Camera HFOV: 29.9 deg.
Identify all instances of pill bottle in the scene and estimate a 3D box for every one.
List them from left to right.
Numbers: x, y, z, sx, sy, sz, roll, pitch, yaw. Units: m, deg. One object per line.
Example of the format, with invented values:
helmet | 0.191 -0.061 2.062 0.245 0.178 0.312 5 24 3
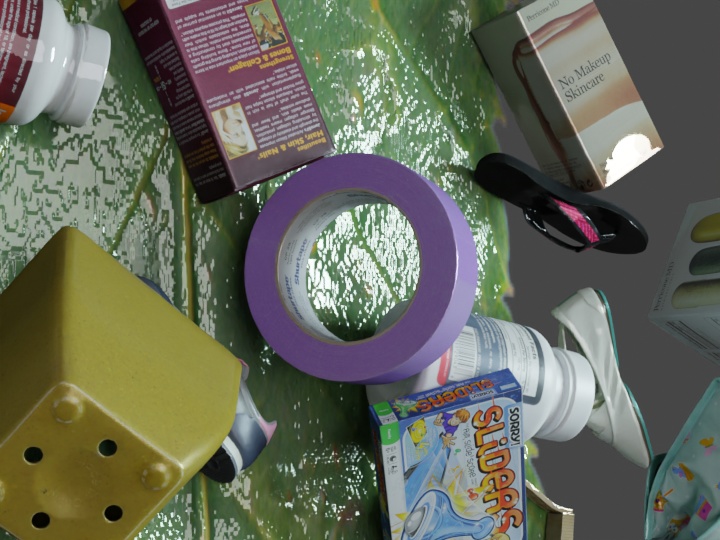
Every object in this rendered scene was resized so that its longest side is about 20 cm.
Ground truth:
pill bottle | -0.311 -0.183 1.088 0.200 0.113 0.113 15 78 -26
pill bottle | 0.117 0.104 1.286 0.200 0.120 0.120 14 78 -26

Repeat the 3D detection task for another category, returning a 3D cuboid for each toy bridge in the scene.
toy bridge | 0.125 0.228 1.330 0.200 0.027 0.067 12 77 -27

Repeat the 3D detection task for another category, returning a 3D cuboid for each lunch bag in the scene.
lunch bag | 0.395 0.217 1.404 0.170 0.122 0.200 5 121 -42

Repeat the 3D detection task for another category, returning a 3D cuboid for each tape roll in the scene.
tape roll | 0.000 0.000 1.192 0.066 0.200 0.201 22 70 -67

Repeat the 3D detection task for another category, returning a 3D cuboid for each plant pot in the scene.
plant pot | -0.215 0.118 1.024 0.195 0.200 0.194 41 97 -18

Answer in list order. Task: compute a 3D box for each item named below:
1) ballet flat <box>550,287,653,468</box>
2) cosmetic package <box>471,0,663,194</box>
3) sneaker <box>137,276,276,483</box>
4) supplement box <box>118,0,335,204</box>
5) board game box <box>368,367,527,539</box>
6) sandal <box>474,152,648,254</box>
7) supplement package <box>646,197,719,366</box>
ballet flat | 0.243 0.117 1.388 0.069 0.069 0.200 -24 101 -28
cosmetic package | 0.213 -0.187 1.384 0.103 0.087 0.200 -35 101 -25
sneaker | -0.145 0.084 1.187 0.082 0.070 0.200 -37 106 -43
supplement box | -0.119 -0.174 1.205 0.110 0.086 0.200 -25 96 -28
board game box | 0.083 0.193 1.234 0.135 0.034 0.200 -15 124 -12
sandal | 0.201 -0.054 1.372 0.200 0.075 0.045 25 58 -16
supplement package | 0.441 0.015 1.422 0.151 0.200 0.152 31 71 -22
